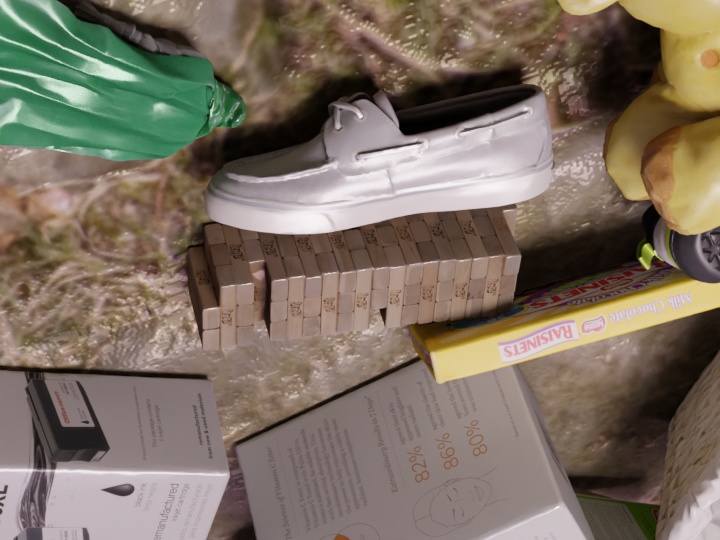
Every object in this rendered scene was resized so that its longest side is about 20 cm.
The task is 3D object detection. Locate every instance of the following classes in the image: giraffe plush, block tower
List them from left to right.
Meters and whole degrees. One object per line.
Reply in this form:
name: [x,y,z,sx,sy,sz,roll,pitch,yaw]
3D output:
block tower: [0.000,0.000,0.951,0.199,0.058,0.054,-8,137,-12]
giraffe plush: [0.181,-0.131,0.818,0.173,0.200,0.162,-46,111,-13]

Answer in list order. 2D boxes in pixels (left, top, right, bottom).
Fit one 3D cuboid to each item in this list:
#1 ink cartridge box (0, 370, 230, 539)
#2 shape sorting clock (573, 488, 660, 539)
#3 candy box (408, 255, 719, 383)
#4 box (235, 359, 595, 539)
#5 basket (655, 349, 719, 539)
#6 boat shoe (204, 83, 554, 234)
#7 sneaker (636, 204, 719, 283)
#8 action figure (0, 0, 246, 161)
ink cartridge box: [-0.199,0.141,1.005,0.199,0.084,0.145,4,132,-21]
shape sorting clock: [0.180,0.210,1.120,0.199,0.200,0.039,6,112,-23]
candy box: [0.133,0.024,0.992,0.199,0.102,0.027,-15,102,-4]
box: [0.037,0.159,1.052,0.199,0.153,0.106,-25,137,9]
basket: [0.323,0.125,1.068,0.197,0.161,0.201,23,127,-4]
boat shoe: [0.011,-0.066,0.884,0.199,0.072,0.069,-5,114,-4]
sneaker: [0.236,-0.078,0.947,0.200,0.083,0.072,-44,114,-6]
action figure: [-0.145,-0.096,0.808,0.199,0.055,0.118,9,129,-35]
